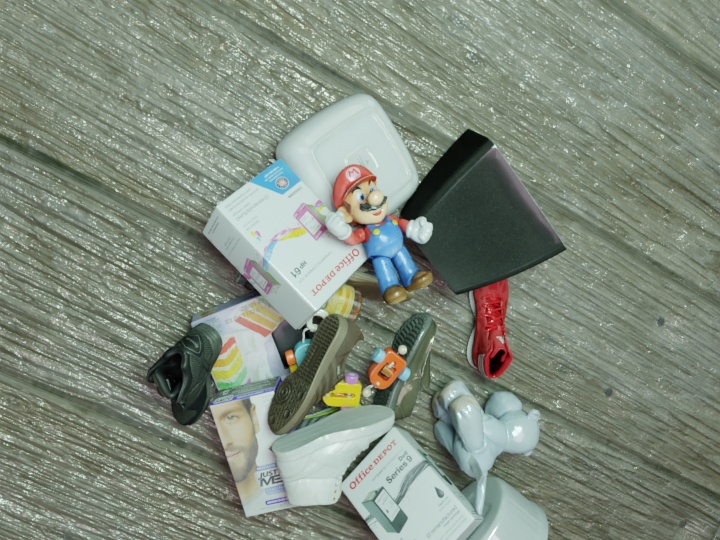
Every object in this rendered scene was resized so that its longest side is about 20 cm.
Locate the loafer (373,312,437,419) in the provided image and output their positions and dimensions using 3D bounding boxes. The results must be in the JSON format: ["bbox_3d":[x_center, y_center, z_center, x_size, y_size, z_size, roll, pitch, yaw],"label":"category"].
[{"bbox_3d":[0.088,0.169,1.063,0.069,0.075,0.202,18,102,-23],"label":"loafer"}]

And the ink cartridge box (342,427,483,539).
[{"bbox_3d":[0.082,0.389,1.031,0.146,0.084,0.200,-47,60,0],"label":"ink cartridge box"}]

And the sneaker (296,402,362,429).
[{"bbox_3d":[-0.082,0.286,1.045,0.198,0.081,0.075,-27,103,-3],"label":"sneaker"}]

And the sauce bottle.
[{"bbox_3d":[-0.095,0.031,0.956,0.198,0.066,0.067,17,97,-21],"label":"sauce bottle"}]

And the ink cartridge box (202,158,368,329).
[{"bbox_3d":[-0.104,-0.038,0.893,0.200,0.085,0.145,46,52,-3],"label":"ink cartridge box"}]

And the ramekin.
[{"bbox_3d":[0.219,0.460,1.069,0.098,0.200,0.201,43,91,-7],"label":"ramekin"}]

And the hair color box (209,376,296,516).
[{"bbox_3d":[-0.156,0.282,0.984,0.108,0.065,0.203,-14,101,6],"label":"hair color box"}]

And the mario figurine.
[{"bbox_3d":[0.029,-0.057,0.858,0.105,0.123,0.202,-27,94,27],"label":"mario figurine"}]

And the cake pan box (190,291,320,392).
[{"bbox_3d":[-0.155,0.128,1.022,0.197,0.052,0.187,-19,105,-6],"label":"cake pan box"}]

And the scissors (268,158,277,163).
[{"bbox_3d":[-0.056,-0.125,0.983,0.197,0.014,0.074,10,85,-26],"label":"scissors"}]

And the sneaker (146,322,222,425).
[{"bbox_3d":[-0.284,0.182,0.955,0.076,0.114,0.201,35,126,14],"label":"sneaker"}]

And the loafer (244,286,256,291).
[{"bbox_3d":[-0.121,-0.048,0.987,0.072,0.063,0.201,35,91,-13],"label":"loafer"}]

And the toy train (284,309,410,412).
[{"bbox_3d":[-0.025,0.144,0.994,0.199,0.056,0.151,33,97,-19],"label":"toy train"}]

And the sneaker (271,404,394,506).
[{"bbox_3d":[-0.032,0.291,0.957,0.197,0.074,0.117,-16,105,-17],"label":"sneaker"}]

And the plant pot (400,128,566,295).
[{"bbox_3d":[0.173,-0.082,0.972,0.177,0.200,0.201,-36,104,10],"label":"plant pot"}]

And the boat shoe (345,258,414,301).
[{"bbox_3d":[0.000,0.000,1.015,0.197,0.072,0.066,16,65,-13],"label":"boat shoe"}]

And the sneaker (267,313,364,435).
[{"bbox_3d":[-0.060,0.165,0.920,0.075,0.070,0.201,31,93,-40],"label":"sneaker"}]

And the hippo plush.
[{"bbox_3d":[0.227,0.261,1.044,0.159,0.200,0.161,-13,124,-14],"label":"hippo plush"}]

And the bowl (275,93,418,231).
[{"bbox_3d":[-0.009,-0.162,0.957,0.199,0.074,0.201,-37,103,-18],"label":"bowl"}]

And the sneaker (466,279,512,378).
[{"bbox_3d":[0.233,0.085,1.041,0.077,0.116,0.203,-2,101,-8],"label":"sneaker"}]
